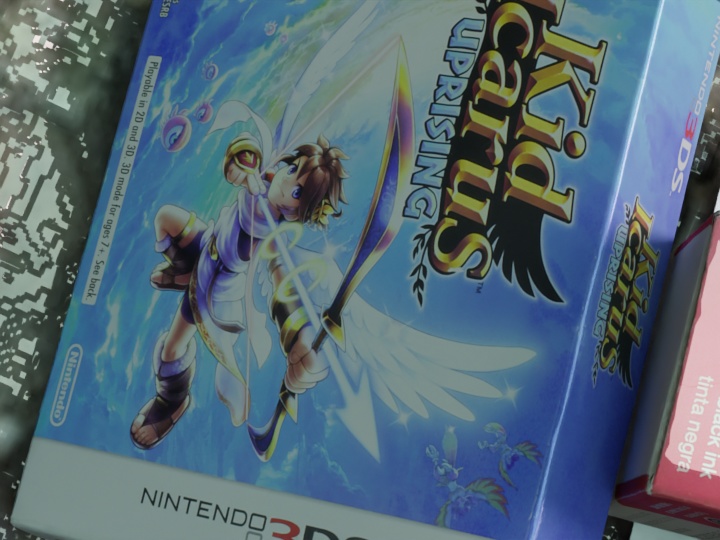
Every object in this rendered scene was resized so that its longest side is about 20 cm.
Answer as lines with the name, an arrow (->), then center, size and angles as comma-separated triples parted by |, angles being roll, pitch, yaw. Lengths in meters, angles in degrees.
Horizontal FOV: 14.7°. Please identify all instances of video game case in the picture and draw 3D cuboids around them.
video game case -> 0.000, 0.000, 0.834 | 0.045, 0.180, 0.201 | 26, 76, -57

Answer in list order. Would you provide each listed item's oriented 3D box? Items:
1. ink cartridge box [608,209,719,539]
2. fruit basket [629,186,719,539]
ink cartridge box -> 0.178, 0.053, 0.806 | 0.199, 0.147, 0.083 | 15, 83, 1
fruit basket -> 0.194, 0.064, 0.910 | 0.199, 0.094, 0.186 | 18, 81, -14
